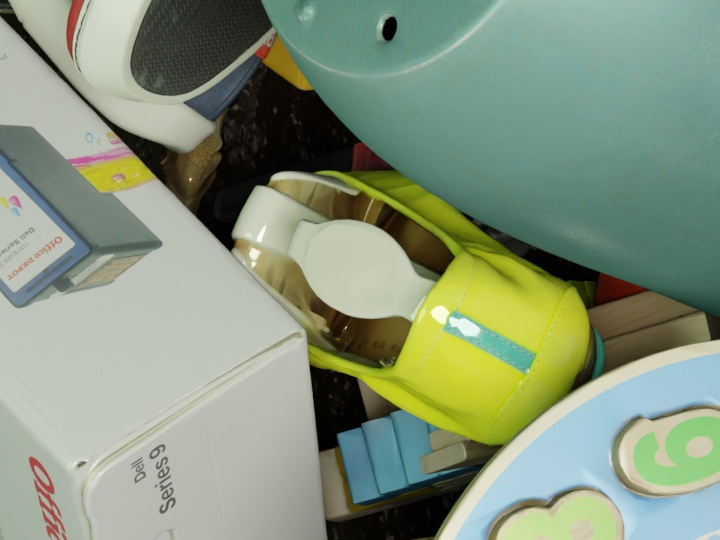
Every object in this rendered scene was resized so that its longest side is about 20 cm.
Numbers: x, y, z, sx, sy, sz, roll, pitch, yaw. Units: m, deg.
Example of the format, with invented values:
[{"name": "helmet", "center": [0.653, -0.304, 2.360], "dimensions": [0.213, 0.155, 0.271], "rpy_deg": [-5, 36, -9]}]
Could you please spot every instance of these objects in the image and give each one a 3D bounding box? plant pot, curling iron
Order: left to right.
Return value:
[{"name": "curling iron", "center": [0.007, -0.027, 0.977], "dimensions": [0.026, 0.050, 0.200], "rpy_deg": [49, 155, -26]}, {"name": "plant pot", "center": [0.068, -0.095, 0.776], "dimensions": [0.200, 0.161, 0.201], "rpy_deg": [-13, 72, 45]}]

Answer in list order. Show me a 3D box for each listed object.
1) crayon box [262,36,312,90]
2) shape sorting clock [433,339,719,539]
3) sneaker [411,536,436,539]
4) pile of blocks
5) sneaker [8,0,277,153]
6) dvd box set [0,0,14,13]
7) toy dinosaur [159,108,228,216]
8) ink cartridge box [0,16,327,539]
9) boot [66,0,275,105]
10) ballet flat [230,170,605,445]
[{"name": "crayon box", "center": [-0.027, -0.145, 0.992], "dimensions": [0.200, 0.051, 0.127], "rpy_deg": [36, 120, 39]}, {"name": "shape sorting clock", "center": [0.105, 0.116, 0.746], "dimensions": [0.039, 0.200, 0.200], "rpy_deg": [149, 110, -74]}, {"name": "sneaker", "center": [0.078, 0.141, 0.822], "dimensions": [0.113, 0.200, 0.071], "rpy_deg": [115, 169, -49]}, {"name": "pile of blocks", "center": [0.037, 0.029, 0.919], "dimensions": [0.200, 0.082, 0.062], "rpy_deg": [-24, 77, 48]}, {"name": "sneaker", "center": [-0.098, -0.131, 0.969], "dimensions": [0.200, 0.075, 0.085], "rpy_deg": [44, 98, 13]}, {"name": "dvd box set", "center": [-0.156, -0.181, 1.102], "dimensions": [0.200, 0.029, 0.147], "rpy_deg": [27, 111, 60]}, {"name": "toy dinosaur", "center": [-0.058, 0.044, 1.025], "dimensions": [0.101, 0.058, 0.200], "rpy_deg": [-24, 78, 65]}, {"name": "ink cartridge box", "center": [-0.102, 0.022, 0.941], "dimensions": [0.200, 0.087, 0.145], "rpy_deg": [46, 157, 32]}, {"name": "boot", "center": [-0.062, -0.158, 0.912], "dimensions": [0.144, 0.072, 0.200], "rpy_deg": [28, 88, 30]}, {"name": "ballet flat", "center": [0.000, 0.000, 0.877], "dimensions": [0.067, 0.067, 0.200], "rpy_deg": [-65, 28, 1]}]
